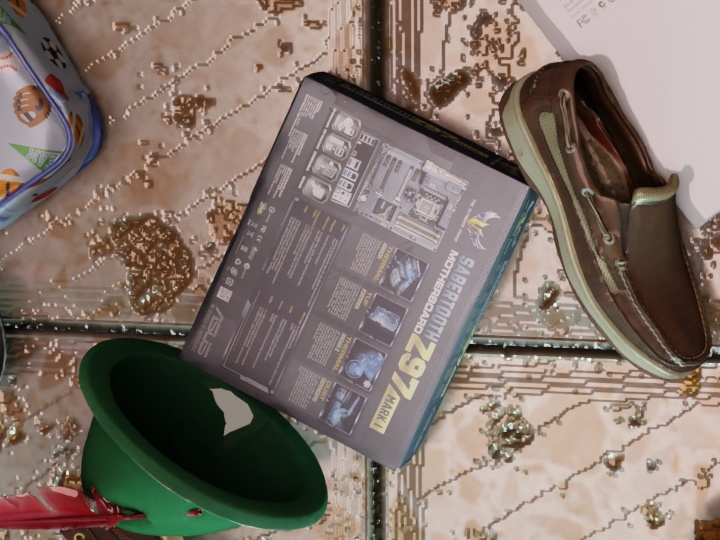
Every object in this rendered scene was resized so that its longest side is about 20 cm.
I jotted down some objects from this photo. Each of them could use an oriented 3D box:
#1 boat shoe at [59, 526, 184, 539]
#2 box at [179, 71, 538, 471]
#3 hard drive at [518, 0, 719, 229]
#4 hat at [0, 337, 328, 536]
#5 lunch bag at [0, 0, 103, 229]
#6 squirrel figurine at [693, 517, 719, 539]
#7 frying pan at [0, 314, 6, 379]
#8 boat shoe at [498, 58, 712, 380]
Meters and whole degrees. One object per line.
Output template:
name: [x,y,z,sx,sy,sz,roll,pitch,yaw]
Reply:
boat shoe: [-0.117,0.229,1.589,0.070,0.070,0.200,-31,80,-13]
box: [0.000,0.000,1.539,0.158,0.051,0.200,26,103,11]
hard drive: [0.189,-0.144,1.479,0.132,0.026,0.200,-39,87,17]
hat: [-0.145,0.155,1.551,0.200,0.166,0.176,40,112,16]
lunch bag: [-0.272,-0.118,1.586,0.160,0.076,0.200,-34,89,20]
squirrel figurine: [0.270,0.217,1.456,0.200,0.142,0.187,30,98,7]
frying pan: [-0.296,0.066,1.641,0.115,0.031,0.190,43,119,8]
boat shoe: [0.155,-0.031,1.466,0.075,0.075,0.203,-28,94,51]
